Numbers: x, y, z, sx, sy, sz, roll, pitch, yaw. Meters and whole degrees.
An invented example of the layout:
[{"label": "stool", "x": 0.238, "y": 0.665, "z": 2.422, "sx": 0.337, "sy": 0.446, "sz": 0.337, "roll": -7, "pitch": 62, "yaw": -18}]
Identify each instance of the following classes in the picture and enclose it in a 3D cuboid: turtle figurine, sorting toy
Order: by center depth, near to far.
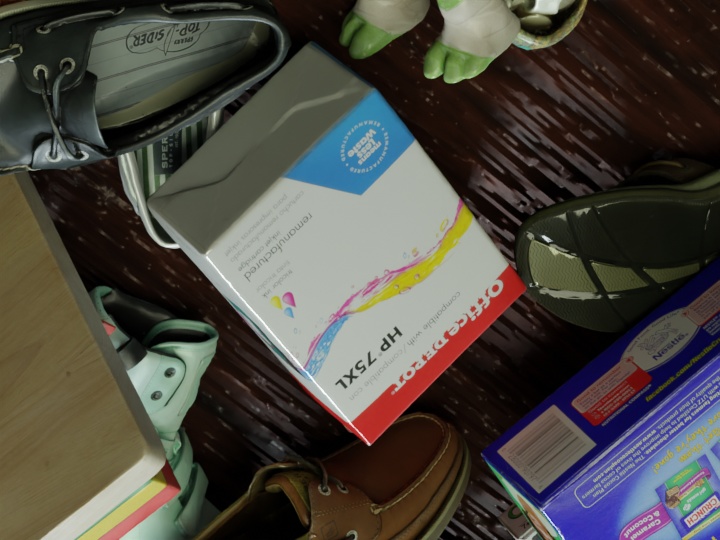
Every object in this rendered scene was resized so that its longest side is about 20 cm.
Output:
[{"label": "turtle figurine", "x": -0.016, "y": -0.165, "z": 1.322, "sx": 0.143, "sy": 0.200, "sz": 0.194, "roll": -8, "pitch": 129, "yaw": 22}, {"label": "sorting toy", "x": -0.195, "y": 0.079, "z": 1.411, "sx": 0.200, "sy": 0.199, "sz": 0.070, "roll": -39, "pitch": 147, "yaw": 14}]

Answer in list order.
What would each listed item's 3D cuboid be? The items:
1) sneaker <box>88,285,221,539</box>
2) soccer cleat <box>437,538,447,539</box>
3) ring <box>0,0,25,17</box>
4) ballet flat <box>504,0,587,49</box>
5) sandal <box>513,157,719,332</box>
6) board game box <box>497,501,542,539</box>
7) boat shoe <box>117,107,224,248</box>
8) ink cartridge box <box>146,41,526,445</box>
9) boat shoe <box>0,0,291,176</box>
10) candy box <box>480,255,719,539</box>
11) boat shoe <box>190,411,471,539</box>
[{"label": "sneaker", "x": -0.094, "y": 0.093, "z": 1.487, "sx": 0.118, "sy": 0.074, "sz": 0.200, "roll": -41, "pitch": 114, "yaw": 20}, {"label": "soccer cleat", "x": 0.058, "y": 0.180, "z": 1.541, "sx": 0.199, "sy": 0.086, "sz": 0.070, "roll": 18, "pitch": 131, "yaw": -4}, {"label": "ring", "x": -0.248, "y": -0.144, "z": 1.324, "sx": 0.200, "sy": 0.019, "sz": 0.201, "roll": 9, "pitch": 123, "yaw": 14}, {"label": "ballet flat", "x": 0.096, "y": -0.197, "z": 1.371, "sx": 0.070, "sy": 0.071, "sz": 0.201, "roll": 5, "pitch": 117, "yaw": -12}, {"label": "sandal", "x": 0.168, "y": -0.024, "z": 1.485, "sx": 0.200, "sy": 0.057, "sz": 0.080, "roll": -15, "pitch": 121, "yaw": -19}, {"label": "board game box", "x": 0.186, "y": 0.112, "z": 1.543, "sx": 0.200, "sy": 0.035, "sz": 0.126, "roll": -41, "pitch": 117, "yaw": -3}, {"label": "boat shoe", "x": -0.090, "y": -0.106, "z": 1.388, "sx": 0.073, "sy": 0.067, "sz": 0.201, "roll": -10, "pitch": 119, "yaw": -4}, {"label": "ink cartridge box", "x": 0.000, "y": 0.000, "z": 1.424, "sx": 0.116, "sy": 0.067, "sz": 0.200, "roll": -45, "pitch": 130, "yaw": -6}, {"label": "boat shoe", "x": -0.121, "y": -0.081, "z": 1.304, "sx": 0.199, "sy": 0.066, "sz": 0.075, "roll": -16, "pitch": 119, "yaw": -22}, {"label": "candy box", "x": 0.186, "y": 0.119, "z": 1.479, "sx": 0.169, "sy": 0.077, "sz": 0.200, "roll": -39, "pitch": 120, "yaw": -4}, {"label": "boat shoe", "x": -0.022, "y": 0.129, "z": 1.482, "sx": 0.200, "sy": 0.072, "sz": 0.068, "roll": -41, "pitch": 128, "yaw": -26}]
